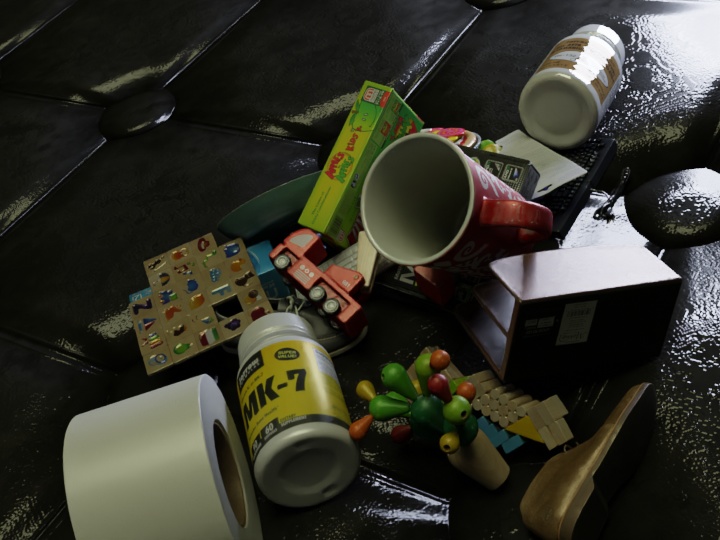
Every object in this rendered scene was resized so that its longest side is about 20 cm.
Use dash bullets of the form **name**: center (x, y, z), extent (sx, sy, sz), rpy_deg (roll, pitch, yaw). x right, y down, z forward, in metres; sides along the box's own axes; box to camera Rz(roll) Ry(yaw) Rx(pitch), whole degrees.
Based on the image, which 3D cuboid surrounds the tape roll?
- **tape roll**: center (-0.190, 0.219, 0.987), extent (0.137, 0.205, 0.204), rpy_deg (-16, 40, 1)

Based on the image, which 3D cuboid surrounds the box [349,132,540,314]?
- **box**: center (0.102, -0.058, 1.247), extent (0.191, 0.047, 0.203), rpy_deg (19, 82, 33)

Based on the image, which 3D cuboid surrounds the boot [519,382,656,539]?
- **boot**: center (0.226, 0.181, 0.984), extent (0.075, 0.074, 0.200), rpy_deg (12, 50, 44)

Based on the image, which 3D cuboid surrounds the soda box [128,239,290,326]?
- **soda box**: center (-0.194, 0.038, 1.298), extent (0.197, 0.068, 0.064), rpy_deg (-23, 41, -5)

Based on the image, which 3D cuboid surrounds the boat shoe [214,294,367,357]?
- **boat shoe**: center (-0.090, 0.065, 1.233), extent (0.196, 0.063, 0.073), rpy_deg (-2, 42, 18)

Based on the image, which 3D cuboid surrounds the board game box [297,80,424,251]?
- **board game box**: center (0.003, -0.128, 1.293), extent (0.047, 0.101, 0.202), rpy_deg (22, 84, 32)

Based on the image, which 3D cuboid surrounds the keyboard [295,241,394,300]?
- **keyboard**: center (0.000, -0.010, 1.259), extent (0.198, 0.011, 0.057), rpy_deg (-31, 59, 20)

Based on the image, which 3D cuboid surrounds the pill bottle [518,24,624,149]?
- **pill bottle**: center (0.307, -0.267, 1.416), extent (0.113, 0.116, 0.200), rpy_deg (8, 38, 27)

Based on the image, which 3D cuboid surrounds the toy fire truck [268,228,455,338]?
- **toy fire truck**: center (0.000, 0.000, 1.194), extent (0.141, 0.049, 0.199), rpy_deg (-43, 61, -12)

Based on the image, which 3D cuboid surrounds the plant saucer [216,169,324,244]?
- **plant saucer**: center (-0.096, -0.080, 1.348), extent (0.197, 0.036, 0.200), rpy_deg (-25, -5, -2)

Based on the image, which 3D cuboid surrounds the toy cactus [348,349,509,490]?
- **toy cactus**: center (0.079, 0.160, 0.996), extent (0.103, 0.165, 0.200), rpy_deg (-51, 9, -27)

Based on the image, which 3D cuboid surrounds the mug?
- **mug**: center (0.119, -0.045, 1.076), extent (0.177, 0.199, 0.134), rpy_deg (40, 102, 30)

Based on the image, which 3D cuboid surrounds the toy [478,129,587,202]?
- **toy**: center (0.209, -0.123, 1.338), extent (0.114, 0.048, 0.200), rpy_deg (-26, 31, -7)

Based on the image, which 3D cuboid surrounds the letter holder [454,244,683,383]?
- **letter holder**: center (0.217, 0.026, 1.087), extent (0.197, 0.102, 0.143), rpy_deg (-7, 34, -20)

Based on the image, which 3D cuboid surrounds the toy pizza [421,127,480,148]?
- **toy pizza**: center (0.072, -0.167, 1.412), extent (0.197, 0.032, 0.201), rpy_deg (-16, 20, 6)

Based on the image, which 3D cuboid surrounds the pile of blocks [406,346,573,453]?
- **pile of blocks**: center (0.136, 0.147, 1.070), extent (0.198, 0.083, 0.062), rpy_deg (23, 13, 29)

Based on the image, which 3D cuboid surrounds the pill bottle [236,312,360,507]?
- **pill bottle**: center (-0.075, 0.146, 1.097), extent (0.113, 0.115, 0.201), rpy_deg (-20, 39, -2)

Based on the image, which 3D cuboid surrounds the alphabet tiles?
- **alphabet tiles**: center (-0.208, 0.031, 1.254), extent (0.165, 0.008, 0.201), rpy_deg (-24, 43, -6)

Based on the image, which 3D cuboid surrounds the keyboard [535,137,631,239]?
- **keyboard**: center (0.293, -0.112, 1.325), extent (0.125, 0.021, 0.201), rpy_deg (12, 49, 31)
